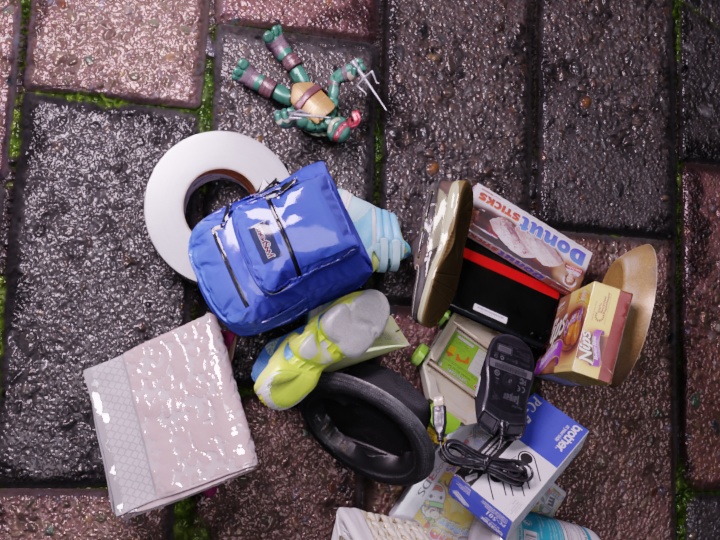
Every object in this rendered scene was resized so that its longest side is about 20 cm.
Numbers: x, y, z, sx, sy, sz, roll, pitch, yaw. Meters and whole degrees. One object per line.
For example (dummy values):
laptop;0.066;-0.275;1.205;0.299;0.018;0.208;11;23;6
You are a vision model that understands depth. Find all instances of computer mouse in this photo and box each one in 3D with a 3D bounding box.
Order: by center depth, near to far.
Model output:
computer mouse;0.157;0.174;0.950;0.138;0.046;0.203;14;60;-10

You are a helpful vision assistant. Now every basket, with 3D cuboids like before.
basket;0.037;0.399;0.890;0.121;0.200;0.138;10;97;-17

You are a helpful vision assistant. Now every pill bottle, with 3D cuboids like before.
pill bottle;0.248;0.386;0.962;0.196;0.111;0.113;19;81;-9

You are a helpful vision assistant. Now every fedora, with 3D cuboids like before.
fedora;0.020;0.184;0.947;0.201;0.200;0.092;45;47;-4

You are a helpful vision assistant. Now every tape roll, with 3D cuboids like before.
tape roll;-0.184;-0.078;0.966;0.196;0.066;0.205;1;84;-12

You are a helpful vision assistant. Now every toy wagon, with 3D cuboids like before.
toy wagon;0.143;0.150;1.011;0.154;0.040;0.202;35;72;-1

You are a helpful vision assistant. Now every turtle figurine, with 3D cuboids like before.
turtle figurine;-0.071;-0.235;0.989;0.199;0.101;0.150;39;63;10

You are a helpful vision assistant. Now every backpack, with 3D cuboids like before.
backpack;-0.104;-0.025;0.860;0.197;0.168;0.165;-25;78;-5

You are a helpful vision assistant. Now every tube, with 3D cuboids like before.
tube;-0.036;0.111;0.980;0.196;0.052;0.059;-18;73;-11

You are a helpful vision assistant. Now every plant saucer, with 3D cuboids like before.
plant saucer;0.355;0.059;1.003;0.035;0.200;0.204;13;81;6

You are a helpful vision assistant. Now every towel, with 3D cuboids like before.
towel;-0.237;0.178;0.894;0.188;0.032;0.203;-22;71;3

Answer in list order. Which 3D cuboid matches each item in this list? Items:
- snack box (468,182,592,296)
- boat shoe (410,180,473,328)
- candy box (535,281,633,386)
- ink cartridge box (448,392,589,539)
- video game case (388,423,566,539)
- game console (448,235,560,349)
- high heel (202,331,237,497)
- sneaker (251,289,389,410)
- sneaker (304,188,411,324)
snack box;0.233;-0.042;1.033;0.198;0.024;0.073;30;70;-6
boat shoe;0.101;-0.024;0.980;0.064;0.073;0.204;11;79;34
candy box;0.295;0.091;0.978;0.055;0.200;0.119;17;81;2
ink cartridge box;0.212;0.254;0.964;0.093;0.045;0.199;34;45;28
video game case;0.167;0.328;1.020;0.199;0.023;0.183;39;78;-6
game console;0.200;-0.002;1.044;0.197;0.031;0.180;23;72;-8
high heel;-0.186;0.182;0.935;0.094;0.067;0.204;-15;84;-2
sneaker;-0.059;0.084;0.903;0.199;0.105;0.077;-35;115;-20
sneaker;0.000;0.000;0.990;0.128;0.080;0.204;16;82;-8
